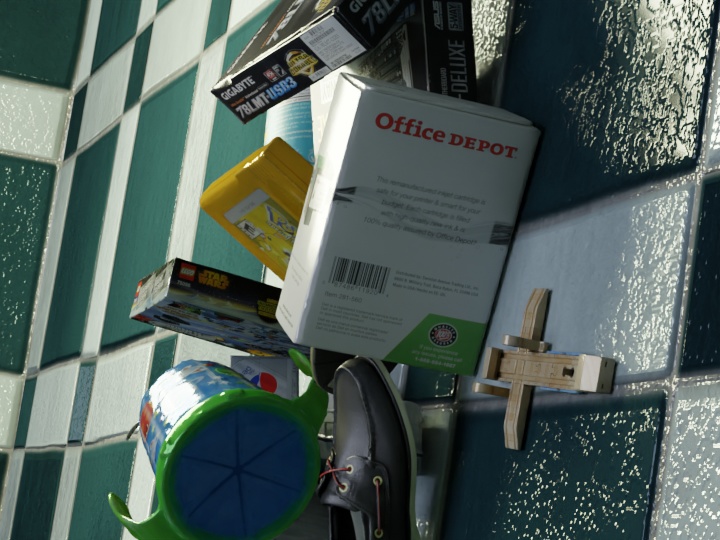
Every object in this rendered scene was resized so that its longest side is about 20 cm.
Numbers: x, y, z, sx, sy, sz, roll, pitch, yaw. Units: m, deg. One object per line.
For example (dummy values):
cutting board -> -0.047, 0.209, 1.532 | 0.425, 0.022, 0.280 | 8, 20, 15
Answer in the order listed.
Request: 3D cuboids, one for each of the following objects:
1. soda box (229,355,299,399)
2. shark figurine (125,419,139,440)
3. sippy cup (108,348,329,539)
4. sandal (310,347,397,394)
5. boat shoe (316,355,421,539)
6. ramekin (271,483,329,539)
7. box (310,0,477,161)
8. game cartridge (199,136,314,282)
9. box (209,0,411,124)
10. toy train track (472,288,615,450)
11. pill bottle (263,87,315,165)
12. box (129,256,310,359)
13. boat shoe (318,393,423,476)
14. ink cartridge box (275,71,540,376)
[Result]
soda box -> -0.089, 0.158, 1.931 | 0.200, 0.063, 0.068 | 95, 175, -54
shark figurine -> -0.123, 0.162, 2.062 | 0.089, 0.215, 0.128 | 29, 77, 36
sippy cup -> -0.117, 0.138, 1.737 | 0.130, 0.177, 0.140 | -137, 45, -58
sandal -> 0.001, -0.001, 1.697 | 0.057, 0.080, 0.202 | -178, 94, -73
boat shoe -> 0.003, 0.164, 1.622 | 0.074, 0.063, 0.202 | 6, 103, 60
ramekin -> -0.074, 0.268, 1.836 | 0.200, 0.105, 0.201 | -169, 90, -74
box -> 0.026, -0.130, 1.759 | 0.200, 0.050, 0.158 | -13, 78, 61
game cartridge -> -0.042, -0.027, 1.820 | 0.032, 0.176, 0.200 | -51, 9, -18
box -> -0.010, -0.224, 1.740 | 0.198, 0.050, 0.200 | -20, 29, 53
toy train track -> 0.118, 0.066, 1.469 | 0.200, 0.032, 0.115 | 179, 101, -72
pill bottle -> -0.030, -0.133, 1.940 | 0.111, 0.110, 0.201 | 136, 142, -62
box -> -0.087, 0.043, 1.857 | 0.137, 0.199, 0.040 | 155, 130, -68
boat shoe -> -0.002, 0.115, 1.754 | 0.202, 0.074, 0.086 | 180, 101, -70
ink cartridge box -> 0.034, -0.036, 1.611 | 0.084, 0.146, 0.201 | -133, 56, -69
